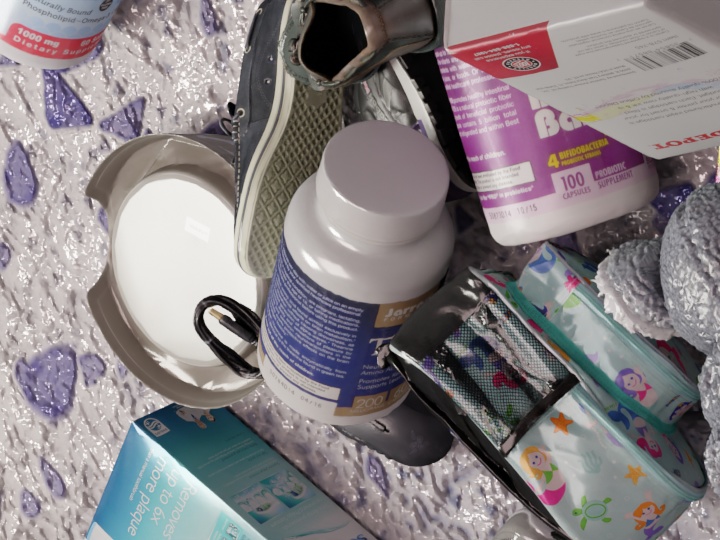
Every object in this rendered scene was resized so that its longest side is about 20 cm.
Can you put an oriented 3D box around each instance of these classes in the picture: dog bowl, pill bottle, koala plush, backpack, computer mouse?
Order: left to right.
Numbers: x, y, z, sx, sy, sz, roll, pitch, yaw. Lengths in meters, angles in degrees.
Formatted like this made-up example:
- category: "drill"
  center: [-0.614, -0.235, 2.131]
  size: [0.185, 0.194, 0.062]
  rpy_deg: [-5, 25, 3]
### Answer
- category: "pill bottle"
  center: [-0.197, -0.245, 1.934]
  size: [0.109, 0.109, 0.200]
  rpy_deg: [47, 129, 17]
- category: "dog bowl"
  center: [-0.110, -0.006, 1.979]
  size: [0.200, 0.059, 0.201]
  rpy_deg: [14, 113, 34]
- category: "computer mouse"
  center: [-0.027, 0.076, 1.905]
  size: [0.199, 0.034, 0.059]
  rpy_deg: [27, 112, -1]
- category: "pill bottle"
  center: [0.000, 0.000, 1.812]
  size: [0.111, 0.111, 0.200]
  rpy_deg: [40, 143, 21]
- category: "pill bottle"
  center: [0.107, -0.125, 1.728]
  size: [0.112, 0.112, 0.201]
  rpy_deg: [-13, 97, 41]
- category: "backpack"
  center: [0.132, 0.083, 1.736]
  size: [0.150, 0.177, 0.200]
  rpy_deg: [-40, 79, 9]
- category: "koala plush"
  center: [0.238, 0.031, 1.592]
  size: [0.177, 0.184, 0.200]
  rpy_deg: [-38, 71, 30]

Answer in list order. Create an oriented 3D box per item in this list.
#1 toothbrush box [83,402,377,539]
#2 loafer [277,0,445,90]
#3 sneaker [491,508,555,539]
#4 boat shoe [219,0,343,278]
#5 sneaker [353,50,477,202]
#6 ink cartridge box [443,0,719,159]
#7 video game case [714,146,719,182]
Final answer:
- category: "toothbrush box"
  center: [-0.094, 0.209, 2.023]
  size: [0.200, 0.085, 0.147]
  rpy_deg: [39, 126, 20]
- category: "loafer"
  center: [-0.013, -0.150, 1.742]
  size: [0.200, 0.063, 0.072]
  rpy_deg: [-12, 99, 63]
- category: "sneaker"
  center: [0.087, 0.251, 1.892]
  size: [0.075, 0.082, 0.201]
  rpy_deg: [36, 124, 24]
- category: "boat shoe"
  center: [-0.055, -0.094, 1.876]
  size: [0.062, 0.074, 0.201]
  rpy_deg: [8, 89, 46]
- category: "sneaker"
  center: [0.018, -0.136, 1.825]
  size: [0.087, 0.076, 0.201]
  rpy_deg: [-18, 94, 46]
- category: "ink cartridge box"
  center: [0.169, -0.168, 1.583]
  size: [0.145, 0.200, 0.145]
  rpy_deg: [-11, 66, 40]
- category: "video game case"
  center: [0.294, -0.025, 1.661]
  size: [0.181, 0.036, 0.201]
  rpy_deg: [17, 115, 32]
